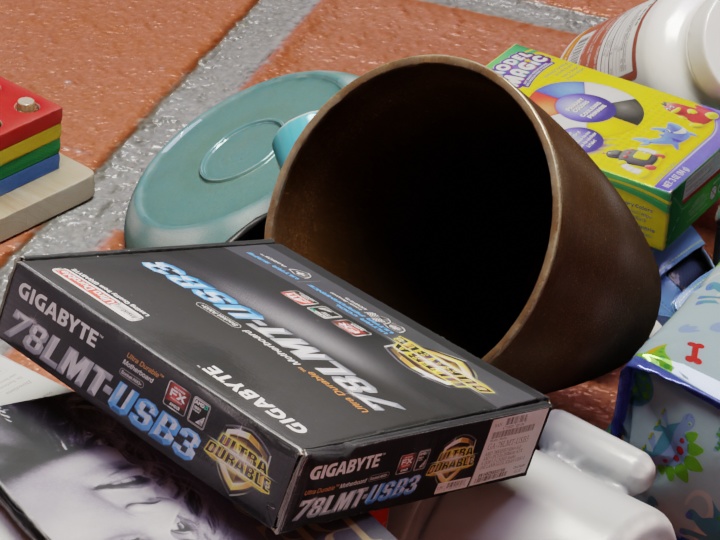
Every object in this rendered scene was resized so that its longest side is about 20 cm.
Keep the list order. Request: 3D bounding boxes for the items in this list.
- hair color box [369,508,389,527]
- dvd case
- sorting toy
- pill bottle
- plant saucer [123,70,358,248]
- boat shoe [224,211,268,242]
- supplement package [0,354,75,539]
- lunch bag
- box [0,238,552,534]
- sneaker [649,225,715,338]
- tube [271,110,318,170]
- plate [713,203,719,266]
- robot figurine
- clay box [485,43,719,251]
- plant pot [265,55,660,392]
[{"bbox_3d":[-0.057,0.117,1.359,0.064,0.111,0.200,-11,35,-25],"label":"hair color box"},{"bbox_3d":[-0.084,0.106,1.179,0.149,0.016,0.200,-10,32,-32],"label":"dvd case"},{"bbox_3d":[-0.314,-0.082,1.686,0.200,0.070,0.199,27,38,31],"label":"sorting toy"},{"bbox_3d":[0.219,-0.132,1.712,0.112,0.112,0.200,-10,-3,-23],"label":"pill bottle"},{"bbox_3d":[-0.071,-0.070,1.646,0.200,0.027,0.200,-23,30,14],"label":"plant saucer"},{"bbox_3d":[-0.098,0.034,1.495,0.070,0.066,0.200,29,55,35],"label":"boat shoe"},{"bbox_3d":[-0.168,0.169,1.221,0.200,0.147,0.191,24,34,28],"label":"supplement package"},{"bbox_3d":[0.251,0.096,1.434,0.200,0.127,0.170,31,36,15],"label":"lunch bag"},{"bbox_3d":[-0.041,0.049,1.242,0.200,0.050,0.198,31,20,33],"label":"box"},{"bbox_3d":[0.190,0.012,1.590,0.200,0.082,0.074,26,36,28],"label":"sneaker"},{"bbox_3d":[0.000,0.000,1.502,0.077,0.050,0.200,1,57,-37],"label":"tube"},{"bbox_3d":[0.277,-0.081,1.648,0.026,0.200,0.200,33,35,0],"label":"plate"},{"bbox_3d":[0.083,0.152,1.318,0.200,0.113,0.170,26,69,29],"label":"robot figurine"},{"bbox_3d":[0.131,-0.085,1.614,0.200,0.048,0.115,21,37,25],"label":"clay box"},{"bbox_3d":[0.080,-0.004,1.424,0.187,0.187,0.200,31,8,36],"label":"plant pot"}]
